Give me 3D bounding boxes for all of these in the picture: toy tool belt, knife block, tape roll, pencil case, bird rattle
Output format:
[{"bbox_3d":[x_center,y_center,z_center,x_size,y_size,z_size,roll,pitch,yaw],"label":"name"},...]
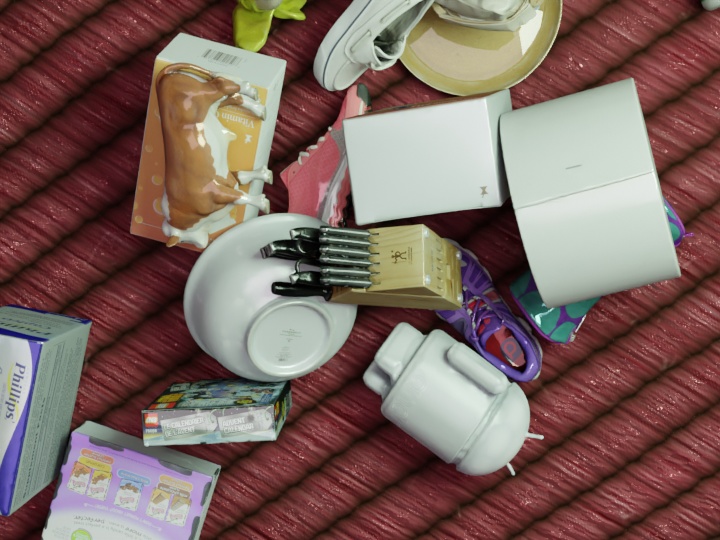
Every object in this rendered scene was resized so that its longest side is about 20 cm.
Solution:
[{"bbox_3d":[0.121,-0.322,1.426,0.199,0.122,0.127,31,119,42],"label":"toy tool belt"},{"bbox_3d":[0.000,0.000,1.400,0.173,0.200,0.065,-4,78,21],"label":"knife block"},{"bbox_3d":[0.229,-0.076,1.356,0.137,0.203,0.206,-14,93,14],"label":"tape roll"},{"bbox_3d":[0.259,-0.009,1.481,0.200,0.085,0.093,-41,95,3],"label":"pencil case"},{"bbox_3d":[-0.137,-0.333,1.445,0.113,0.163,0.201,-42,101,-14],"label":"bird rattle"}]

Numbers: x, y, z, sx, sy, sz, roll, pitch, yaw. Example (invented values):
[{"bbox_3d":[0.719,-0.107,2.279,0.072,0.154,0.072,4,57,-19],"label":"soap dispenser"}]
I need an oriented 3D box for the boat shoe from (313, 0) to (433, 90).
[{"bbox_3d":[0.018,-0.246,1.435,0.066,0.071,0.200,57,133,16],"label":"boat shoe"}]

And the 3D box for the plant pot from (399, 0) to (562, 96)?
[{"bbox_3d":[0.122,-0.293,1.497,0.197,0.027,0.203,0,94,3],"label":"plant pot"}]

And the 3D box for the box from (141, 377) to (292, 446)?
[{"bbox_3d":[-0.148,0.147,1.449,0.135,0.200,0.041,-4,94,2],"label":"box"}]

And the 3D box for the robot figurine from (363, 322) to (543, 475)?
[{"bbox_3d":[0.101,0.144,1.477,0.199,0.170,0.113,35,54,6],"label":"robot figurine"}]

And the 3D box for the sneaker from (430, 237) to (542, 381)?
[{"bbox_3d":[0.129,0.042,1.491,0.200,0.083,0.081,43,94,0],"label":"sneaker"}]

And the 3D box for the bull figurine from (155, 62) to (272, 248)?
[{"bbox_3d":[-0.152,-0.109,1.369,0.119,0.065,0.203,-2,116,6],"label":"bull figurine"}]

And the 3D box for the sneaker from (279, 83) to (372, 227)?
[{"bbox_3d":[-0.043,-0.113,1.492,0.086,0.074,0.203,17,93,4],"label":"sneaker"}]

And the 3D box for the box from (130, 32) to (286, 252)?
[{"bbox_3d":[-0.163,-0.131,1.450,0.123,0.098,0.202,14,116,3],"label":"box"}]

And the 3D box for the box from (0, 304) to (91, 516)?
[{"bbox_3d":[-0.377,0.142,1.457,0.103,0.200,0.187,12,94,2],"label":"box"}]

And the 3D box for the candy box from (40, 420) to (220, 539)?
[{"bbox_3d":[-0.267,0.294,1.529,0.165,0.072,0.203,18,94,1],"label":"candy box"}]

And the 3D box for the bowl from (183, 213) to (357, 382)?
[{"bbox_3d":[-0.084,0.047,1.447,0.198,0.091,0.203,-9,125,-13],"label":"bowl"}]

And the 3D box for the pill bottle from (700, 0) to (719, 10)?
[{"bbox_3d":[0.381,-0.389,1.437,0.112,0.113,0.203,-21,93,3],"label":"pill bottle"}]

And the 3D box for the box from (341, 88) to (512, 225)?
[{"bbox_3d":[0.079,-0.121,1.409,0.150,0.200,0.108,-7,98,13],"label":"box"}]
